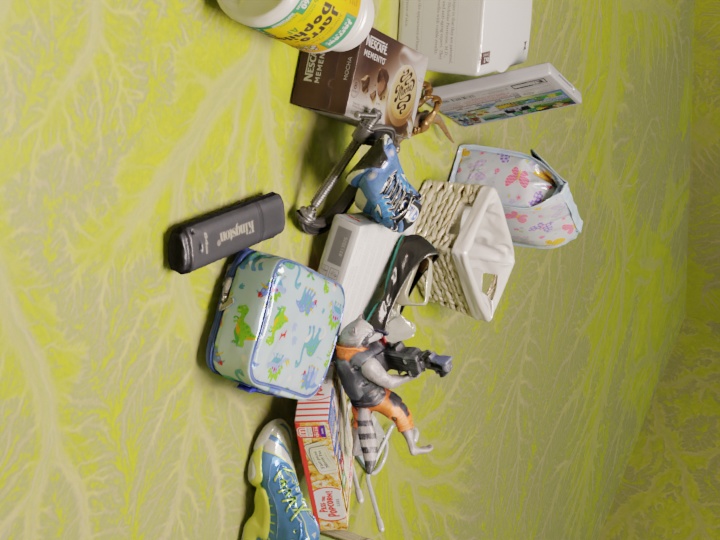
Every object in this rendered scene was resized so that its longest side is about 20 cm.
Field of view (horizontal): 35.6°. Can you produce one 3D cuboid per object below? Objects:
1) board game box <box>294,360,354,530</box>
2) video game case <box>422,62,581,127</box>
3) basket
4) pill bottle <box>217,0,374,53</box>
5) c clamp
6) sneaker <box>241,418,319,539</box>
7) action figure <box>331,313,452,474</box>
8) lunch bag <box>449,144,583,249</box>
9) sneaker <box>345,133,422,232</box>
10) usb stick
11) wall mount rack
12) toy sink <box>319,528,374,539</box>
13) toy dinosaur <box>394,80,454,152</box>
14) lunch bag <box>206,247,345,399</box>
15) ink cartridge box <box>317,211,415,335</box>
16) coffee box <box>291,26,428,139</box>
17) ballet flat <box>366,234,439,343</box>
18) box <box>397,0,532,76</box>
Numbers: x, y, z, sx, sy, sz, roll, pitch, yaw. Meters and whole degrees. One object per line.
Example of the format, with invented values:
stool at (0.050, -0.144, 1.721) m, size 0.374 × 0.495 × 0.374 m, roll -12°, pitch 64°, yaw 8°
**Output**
board game box at (-0.044, 0.222, 1.498) m, size 0.152 × 0.046 × 0.201 m, roll -84°, pitch 168°, yaw -54°
video game case at (0.219, -0.266, 1.712) m, size 0.182 × 0.198 × 0.022 m, roll 13°, pitch 70°, yaw -64°
basket at (0.153, -0.033, 1.760) m, size 0.136 × 0.122 × 0.201 m, roll -63°, pitch 150°, yaw -26°
pill bottle at (-0.064, -0.301, 1.221) m, size 0.200 × 0.112 × 0.114 m, roll 5°, pitch 97°, yaw -64°
c clamp at (-0.023, -0.122, 1.397) m, size 0.201 × 0.027 × 0.171 m, roll -56°, pitch 164°, yaw 22°
sneaker at (-0.090, 0.295, 1.435) m, size 0.076 × 0.104 × 0.202 m, roll -11°, pitch 112°, yaw -60°
action figure at (0.028, 0.151, 1.422) m, size 0.104 × 0.199 × 0.195 m, roll -28°, pitch 105°, yaw -38°
lunch bag at (0.263, -0.120, 1.857) m, size 0.170 × 0.198 × 0.128 m, roll 46°, pitch 61°, yaw -59°
sneaker at (0.040, -0.102, 1.398) m, size 0.079 × 0.089 × 0.200 m, roll -49°, pitch 166°, yaw -6°
usb stick at (-0.146, -0.044, 1.258) m, size 0.200 × 0.032 × 0.056 m, roll -28°, pitch 126°, yaw -57°
wall mount rack at (0.022, 0.284, 1.689) m, size 0.175 × 0.074 × 0.200 m, roll -64°, pitch 150°, yaw -24°
toy sink at (-0.026, 0.427, 1.514) m, size 0.131 × 0.198 × 0.112 m, roll -64°, pitch 151°, yaw -23°
toy dinosaur at (0.089, -0.222, 1.646) m, size 0.200 × 0.060 × 0.107 m, roll -30°, pitch 152°, yaw -50°
lunch bag at (-0.100, 0.070, 1.344) m, size 0.200 × 0.082 × 0.162 m, roll 28°, pitch 75°, yaw -63°
ink cartridge box at (0.000, 0.000, 1.533) m, size 0.200 × 0.050 × 0.164 m, roll -15°, pitch 125°, yaw -67°
coffee box at (0.003, -0.241, 1.416) m, size 0.200 × 0.079 × 0.114 m, roll 7°, pitch 98°, yaw -64°
ballet flat at (0.052, 0.048, 1.544) m, size 0.202 × 0.068 × 0.068 m, roll -67°, pitch 160°, yaw 0°
box at (0.155, -0.392, 1.601) m, size 0.199 × 0.130 × 0.202 m, roll -29°, pitch 126°, yaw -58°
